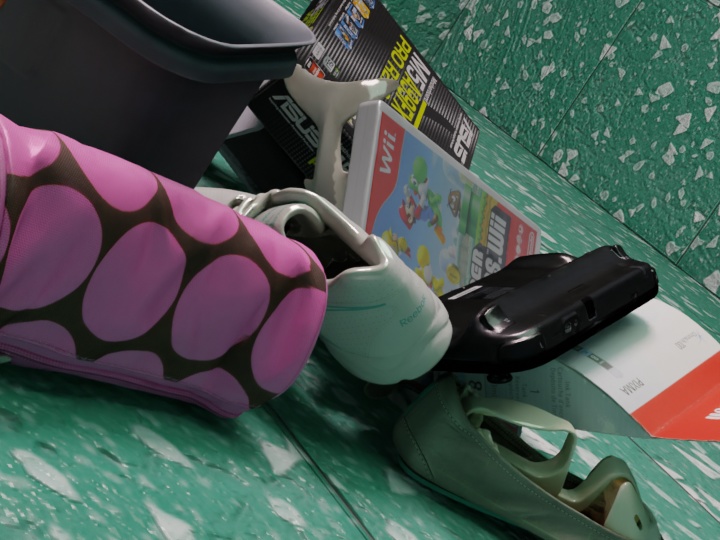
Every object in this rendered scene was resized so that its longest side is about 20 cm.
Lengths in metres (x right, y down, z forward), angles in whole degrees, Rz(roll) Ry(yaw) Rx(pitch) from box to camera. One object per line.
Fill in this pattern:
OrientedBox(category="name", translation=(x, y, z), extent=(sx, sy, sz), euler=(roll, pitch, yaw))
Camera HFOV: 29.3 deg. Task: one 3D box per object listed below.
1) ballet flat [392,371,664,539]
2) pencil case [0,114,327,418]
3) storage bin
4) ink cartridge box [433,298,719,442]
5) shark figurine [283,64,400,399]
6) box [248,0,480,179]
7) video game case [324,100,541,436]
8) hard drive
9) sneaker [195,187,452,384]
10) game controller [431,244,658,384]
OrientedBox(category="ballet flat", translation=(0.110, 0.118, 0.729), extent=(0.199, 0.064, 0.067), euler=(31, 15, -16))
OrientedBox(category="pencil case", translation=(-0.098, 0.007, 0.562), extent=(0.090, 0.095, 0.199), euler=(-14, -21, 36))
OrientedBox(category="storage bin", translation=(-0.146, -0.100, 0.632), extent=(0.199, 0.135, 0.145), euler=(36, 22, 15))
OrientedBox(category="ink cartridge box", translation=(0.165, 0.051, 0.789), extent=(0.198, 0.048, 0.160), euler=(2, 11, 33))
OrientedBox(category="shark figurine", translation=(-0.014, -0.009, 0.825), extent=(0.128, 0.089, 0.216), euler=(-45, 119, -44))
OrientedBox(category="box", translation=(0.010, -0.107, 0.960), extent=(0.160, 0.044, 0.200), euler=(50, 28, -16))
OrientedBox(category="video game case", translation=(0.050, 0.006, 0.820), extent=(0.017, 0.144, 0.200), euler=(-5, -23, 35))
OrientedBox(category="hard drive", translation=(-0.039, -0.098, 1.013), extent=(0.135, 0.042, 0.200), euler=(53, 24, -19))
OrientedBox(category="sneaker", translation=(-0.041, -0.014, 0.703), extent=(0.199, 0.071, 0.081), euler=(21, -28, 36))
OrientedBox(category="game controller", translation=(0.089, 0.023, 0.765), extent=(0.104, 0.043, 0.199), euler=(-9, 6, 35))
